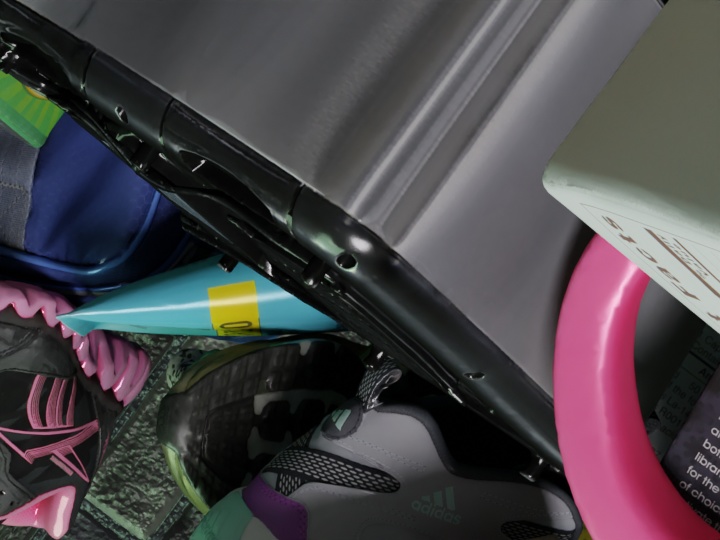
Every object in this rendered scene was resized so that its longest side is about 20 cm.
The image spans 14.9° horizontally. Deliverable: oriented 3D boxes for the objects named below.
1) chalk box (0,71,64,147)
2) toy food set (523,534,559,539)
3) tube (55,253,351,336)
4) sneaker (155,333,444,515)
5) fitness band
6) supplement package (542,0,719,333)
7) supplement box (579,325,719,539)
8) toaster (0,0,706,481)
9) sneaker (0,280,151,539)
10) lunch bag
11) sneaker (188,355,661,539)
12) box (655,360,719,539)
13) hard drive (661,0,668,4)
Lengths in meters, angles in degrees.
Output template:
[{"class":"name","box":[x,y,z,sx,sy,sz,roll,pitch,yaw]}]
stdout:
[{"class":"chalk box","box":[-0.133,-0.130,0.870,0.125,0.200,0.124,34,175,21]},{"class":"toy food set","box":[0.012,0.175,0.852,0.060,0.143,0.200,-92,-13,-58]},{"class":"tube","box":[0.000,0.000,0.926,0.077,0.199,0.051,85,175,-80]},{"class":"sneaker","box":[-0.037,0.054,0.976,0.088,0.077,0.200,11,-179,22]},{"class":"fitness band","box":[0.139,0.030,0.684,0.200,0.144,0.037,-8,-170,31]},{"class":"supplement package","box":[0.145,-0.014,0.492,0.117,0.117,0.200,38,175,-25]},{"class":"supplement box","box":[0.086,0.093,1.039,0.109,0.200,0.110,37,176,-7]},{"class":"toaster","box":[-0.002,-0.051,0.786,0.181,0.119,0.200,32,174,37]},{"class":"sneaker","box":[-0.138,0.051,0.992,0.079,0.096,0.200,16,171,21]},{"class":"lunch bag","box":[-0.079,-0.084,1.001,0.136,0.201,0.132,12,174,30]},{"class":"sneaker","box":[0.055,0.100,0.901,0.200,0.140,0.078,37,-170,-34]},{"class":"box","box":[0.159,0.058,0.723,0.143,0.200,0.036,35,-150,15]},{"class":"hard drive","box":[0.060,-0.093,0.859,0.139,0.033,0.200,35,175,24]}]
